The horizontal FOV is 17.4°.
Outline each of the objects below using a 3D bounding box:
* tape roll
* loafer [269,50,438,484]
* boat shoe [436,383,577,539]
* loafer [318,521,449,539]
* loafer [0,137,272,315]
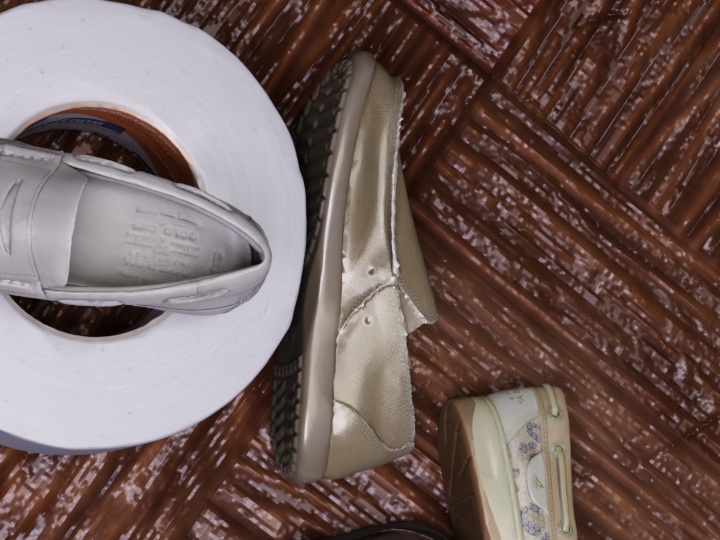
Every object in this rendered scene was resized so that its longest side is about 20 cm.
[{"bbox_3d":[-0.126,-0.018,1.054,0.199,0.066,0.202,2,85,-18],"label":"tape roll"},{"bbox_3d":[0.000,0.000,1.094,0.067,0.076,0.202,7,91,-20],"label":"loafer"},{"bbox_3d":[0.088,0.154,1.104,0.062,0.073,0.202,-11,87,-17],"label":"boat shoe"},{"bbox_3d":[-0.038,0.157,1.062,0.199,0.071,0.074,-18,90,-19],"label":"loafer"},{"bbox_3d":[-0.133,-0.022,0.980,0.198,0.070,0.071,7,82,-18],"label":"loafer"}]
